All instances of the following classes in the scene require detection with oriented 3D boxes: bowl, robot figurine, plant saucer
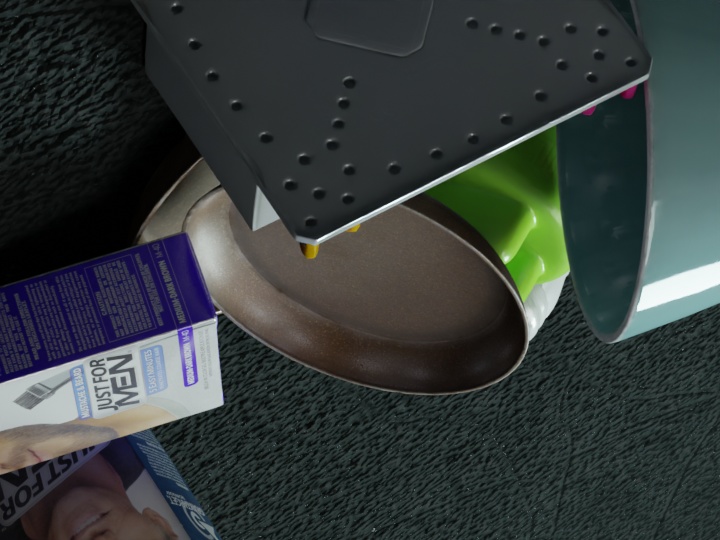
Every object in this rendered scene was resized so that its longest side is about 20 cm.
[{"bbox_3d":[0.172,-0.066,1.505,0.105,0.201,0.201,-2,148,-8],"label":"bowl"},{"bbox_3d":[0.095,-0.074,1.667,0.200,0.115,0.176,-60,152,-29],"label":"robot figurine"},{"bbox_3d":[0.000,0.000,1.608,0.200,0.199,0.032,96,12,-59],"label":"plant saucer"},{"bbox_3d":[-0.055,-0.050,1.663,0.200,0.037,0.201,-30,155,-15],"label":"plant saucer"}]

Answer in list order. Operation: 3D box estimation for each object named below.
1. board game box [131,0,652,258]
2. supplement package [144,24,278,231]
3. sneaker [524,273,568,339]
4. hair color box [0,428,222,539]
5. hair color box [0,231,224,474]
[{"bbox_3d":[0.005,-0.123,1.408,0.199,0.200,0.026,-27,156,-19],"label":"board game box"},{"bbox_3d":[0.004,-0.131,1.496,0.199,0.117,0.117,-26,156,-20],"label":"supplement package"},{"bbox_3d":[0.090,0.013,1.877,0.089,0.075,0.200,-49,-172,-21],"label":"sneaker"},{"bbox_3d":[-0.148,0.149,1.700,0.100,0.200,0.061,-39,155,8],"label":"hair color box"},{"bbox_3d":[-0.178,0.056,1.613,0.199,0.065,0.109,-16,153,-8],"label":"hair color box"}]
